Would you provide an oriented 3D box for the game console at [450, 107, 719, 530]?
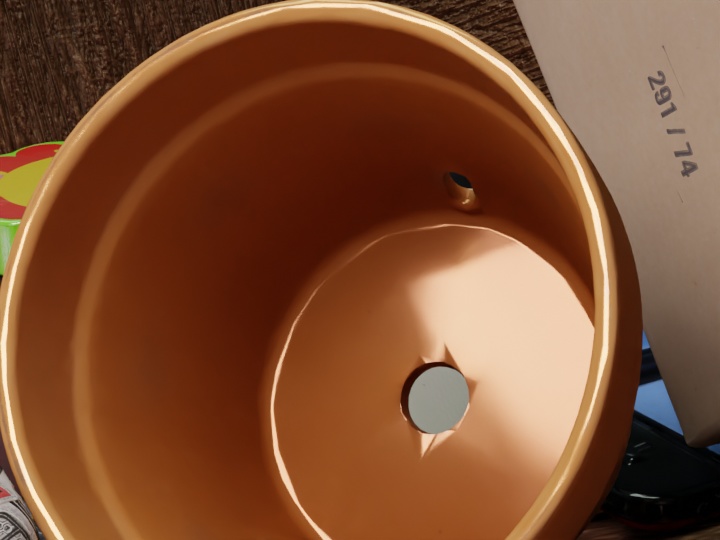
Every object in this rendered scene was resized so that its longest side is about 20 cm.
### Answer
[{"bbox_3d":[0.147,0.001,0.950,0.199,0.119,0.172,-14,18,-21],"label":"game console"}]

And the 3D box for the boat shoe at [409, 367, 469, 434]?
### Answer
[{"bbox_3d":[0.099,0.018,1.056,0.200,0.070,0.072,-36,-1,-4],"label":"boat shoe"}]

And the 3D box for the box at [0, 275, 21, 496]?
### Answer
[{"bbox_3d":[-0.179,0.087,1.216,0.199,0.165,0.166,-14,0,-24],"label":"box"}]

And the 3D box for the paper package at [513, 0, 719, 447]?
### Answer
[{"bbox_3d":[0.154,-0.064,0.830,0.103,0.201,0.191,-16,-11,-24],"label":"paper package"}]

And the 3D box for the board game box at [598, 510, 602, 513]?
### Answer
[{"bbox_3d":[0.054,0.096,1.020,0.199,0.030,0.096,-12,-1,9],"label":"board game box"}]

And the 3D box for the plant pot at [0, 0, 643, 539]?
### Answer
[{"bbox_3d":[0.003,0.030,0.781,0.199,0.201,0.140,-15,-17,18],"label":"plant pot"}]

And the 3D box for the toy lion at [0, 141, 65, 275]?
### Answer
[{"bbox_3d":[-0.089,-0.027,1.141,0.199,0.069,0.192,-7,20,-14],"label":"toy lion"}]

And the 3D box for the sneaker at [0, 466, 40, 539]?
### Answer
[{"bbox_3d":[-0.189,0.101,0.713,0.199,0.083,0.078,-11,-7,-18],"label":"sneaker"}]

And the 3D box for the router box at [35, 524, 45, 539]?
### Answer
[{"bbox_3d":[-0.214,0.109,1.022,0.199,0.051,0.149,12,-3,-9],"label":"router box"}]
